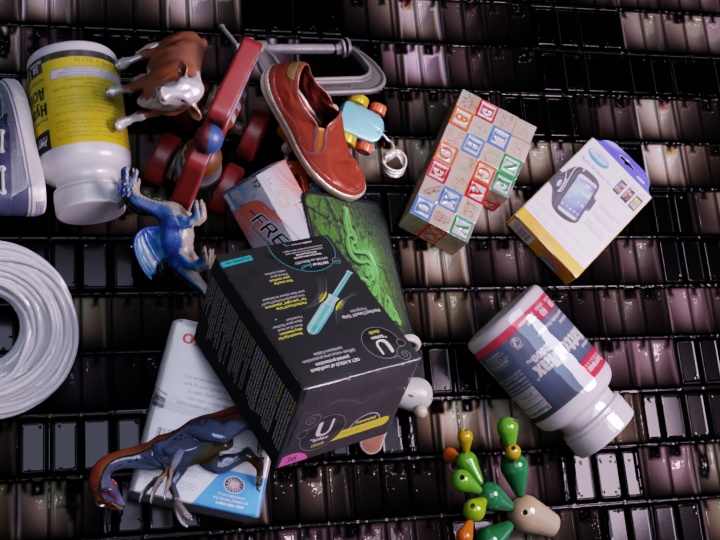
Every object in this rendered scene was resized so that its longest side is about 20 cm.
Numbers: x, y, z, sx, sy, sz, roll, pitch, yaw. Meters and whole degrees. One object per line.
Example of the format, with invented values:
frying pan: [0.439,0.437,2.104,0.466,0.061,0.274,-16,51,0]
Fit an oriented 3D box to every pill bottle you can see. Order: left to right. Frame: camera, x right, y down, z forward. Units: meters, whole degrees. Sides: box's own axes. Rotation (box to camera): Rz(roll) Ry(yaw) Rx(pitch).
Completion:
pill bottle: [-0.334,-0.162,1.269,0.111,0.111,0.201,-7,75,-16]
pill bottle: [0.241,0.129,1.322,0.120,0.120,0.200,-41,87,-22]

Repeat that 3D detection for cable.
cable: [-0.419,0.067,1.180,0.200,0.069,0.201,-36,102,-20]

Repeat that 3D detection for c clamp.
c clamp: [-0.070,-0.280,1.389,0.199,0.027,0.171,-2,41,-24]

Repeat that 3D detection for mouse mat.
mouse mat: [0.000,0.000,1.311,0.161,0.008,0.201,4,68,-52]

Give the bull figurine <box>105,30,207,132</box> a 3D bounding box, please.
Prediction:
bull figurine: [-0.232,-0.222,1.244,0.121,0.065,0.200,-14,30,10]

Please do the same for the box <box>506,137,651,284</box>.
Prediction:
box: [0.307,-0.089,1.450,0.119,0.041,0.200,46,66,3]

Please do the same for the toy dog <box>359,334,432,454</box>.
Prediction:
toy dog: [-0.001,0.166,1.253,0.199,0.132,0.097,-15,48,-10]

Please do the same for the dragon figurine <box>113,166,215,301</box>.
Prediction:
dragon figurine: [-0.223,-0.025,1.217,0.099,0.059,0.201,-11,96,4]

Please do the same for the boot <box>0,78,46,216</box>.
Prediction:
boot: [-0.430,-0.147,1.234,0.090,0.073,0.201,-5,54,-28]

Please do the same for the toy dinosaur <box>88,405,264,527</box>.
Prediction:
toy dinosaur: [-0.194,0.200,1.142,0.180,0.105,0.200,5,39,-3]

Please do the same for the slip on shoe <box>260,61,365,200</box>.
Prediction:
slip on shoe: [-0.046,-0.168,1.289,0.200,0.061,0.074,58,39,-26]

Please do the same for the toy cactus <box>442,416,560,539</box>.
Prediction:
toy cactus: [0.166,0.285,1.282,0.165,0.102,0.201,28,65,-25]

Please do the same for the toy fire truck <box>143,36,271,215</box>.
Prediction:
toy fire truck: [-0.179,-0.167,1.279,0.112,0.168,0.201,25,69,-5]

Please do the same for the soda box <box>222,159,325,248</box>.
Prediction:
soda box: [-0.082,-0.028,1.280,0.201,0.063,0.068,60,35,-7]

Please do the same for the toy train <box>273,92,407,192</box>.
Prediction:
toy train: [-0.045,-0.148,1.374,0.199,0.056,0.151,-20,94,-24]

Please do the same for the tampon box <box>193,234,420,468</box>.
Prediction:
tampon box: [-0.062,0.082,1.135,0.149,0.127,0.200,-11,48,-34]

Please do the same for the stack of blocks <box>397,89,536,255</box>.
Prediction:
stack of blocks: [0.143,-0.125,1.407,0.115,0.059,0.201,27,69,-5]

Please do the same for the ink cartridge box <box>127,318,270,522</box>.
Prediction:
ink cartridge box: [-0.172,0.174,1.220,0.146,0.086,0.201,15,69,-10]
